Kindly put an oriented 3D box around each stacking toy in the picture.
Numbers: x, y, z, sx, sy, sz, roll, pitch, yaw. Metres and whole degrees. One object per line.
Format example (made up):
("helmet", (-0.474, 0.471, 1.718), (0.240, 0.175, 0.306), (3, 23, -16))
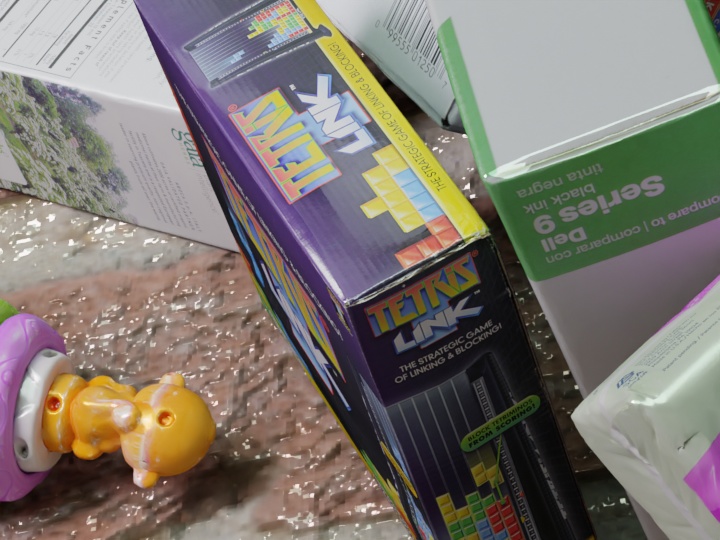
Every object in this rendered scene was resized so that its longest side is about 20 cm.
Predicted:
("stacking toy", (-0.146, 0.045, 1.105), (0.200, 0.110, 0.116), (8, 66, 16))

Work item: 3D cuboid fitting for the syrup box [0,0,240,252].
("syrup box", (-0.102, -0.077, 1.210), (0.200, 0.079, 0.081), (14, 54, 33))

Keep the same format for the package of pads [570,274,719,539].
("package of pads", (0.183, 0.064, 0.876), (0.154, 0.200, 0.068), (-41, 5, -18))

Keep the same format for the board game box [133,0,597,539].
("board game box", (0.000, 0.000, 1.027), (0.057, 0.165, 0.200), (-28, 42, -6))

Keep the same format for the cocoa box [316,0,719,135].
("cocoa box", (0.058, -0.143, 1.135), (0.200, 0.131, 0.133), (46, 115, 45))

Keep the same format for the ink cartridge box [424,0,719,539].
("ink cartridge box", (0.093, -0.021, 0.984), (0.084, 0.200, 0.146), (-21, 42, 6))
